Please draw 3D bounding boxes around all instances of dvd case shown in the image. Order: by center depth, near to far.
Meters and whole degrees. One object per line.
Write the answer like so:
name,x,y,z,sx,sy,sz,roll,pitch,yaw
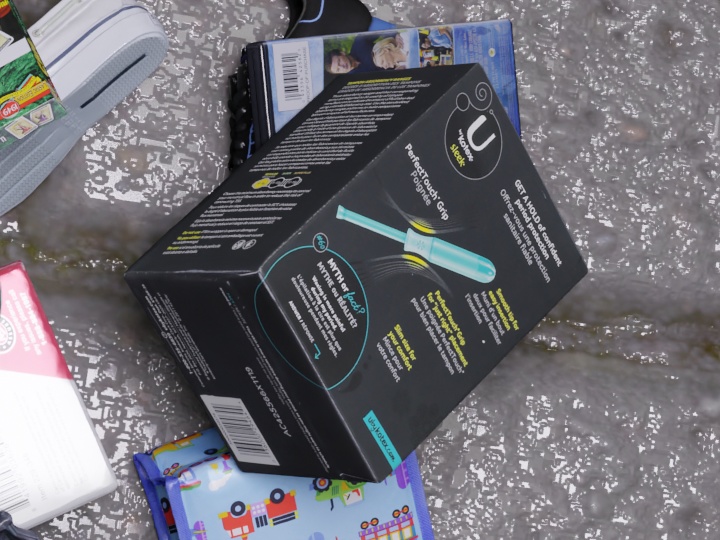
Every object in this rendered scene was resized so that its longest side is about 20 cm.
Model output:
dvd case,0.020,-0.074,1.603,0.200,0.018,0.143,-9,97,-39

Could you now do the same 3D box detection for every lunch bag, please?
lunch bag,-0.032,0.187,1.594,0.150,0.094,0.200,-18,102,-14

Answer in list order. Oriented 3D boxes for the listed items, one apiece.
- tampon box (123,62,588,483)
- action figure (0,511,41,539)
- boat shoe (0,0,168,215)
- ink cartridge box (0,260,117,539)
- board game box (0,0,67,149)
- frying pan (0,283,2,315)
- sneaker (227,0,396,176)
tampon box,0.000,0.000,1.494,0.200,0.126,0.150,-43,116,-32
action figure,-0.160,0.242,1.502,0.194,0.105,0.200,-53,127,-13
boat shoe,-0.207,-0.095,1.580,0.200,0.074,0.067,-38,64,-8
ink cartridge box,-0.262,0.099,1.533,0.200,0.086,0.148,-22,92,-13
board game box,-0.272,-0.082,1.486,0.200,0.023,0.105,-29,62,0
frying pan,-0.234,-0.012,1.489,0.115,0.031,0.190,41,84,-6
sneaker,-0.054,-0.084,1.612,0.078,0.070,0.200,29,72,-9
